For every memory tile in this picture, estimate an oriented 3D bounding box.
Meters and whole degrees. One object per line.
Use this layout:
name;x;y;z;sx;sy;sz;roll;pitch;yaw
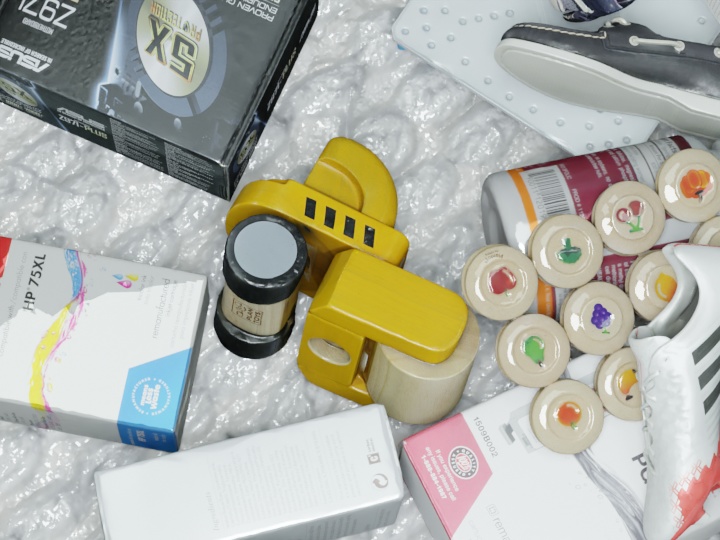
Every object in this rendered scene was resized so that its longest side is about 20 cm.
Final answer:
memory tile;0.180;0.021;1.636;0.200;0.017;0.153;-26;94;-10

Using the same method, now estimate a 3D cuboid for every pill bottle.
pill bottle;0.192;-0.031;1.709;0.200;0.114;0.114;-11;75;-6

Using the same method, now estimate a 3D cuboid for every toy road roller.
toy road roller;0.000;0.000;1.693;0.200;0.123;0.146;26;63;6

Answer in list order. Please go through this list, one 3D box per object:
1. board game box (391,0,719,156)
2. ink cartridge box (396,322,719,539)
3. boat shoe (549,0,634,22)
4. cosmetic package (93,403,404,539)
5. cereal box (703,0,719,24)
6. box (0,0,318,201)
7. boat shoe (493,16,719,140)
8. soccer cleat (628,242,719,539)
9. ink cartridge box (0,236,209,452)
board game box;0.156;-0.193;1.800;0.200;0.026;0.200;33;75;7
ink cartridge box;0.145;0.143;1.673;0.200;0.083;0.147;-25;76;-9
boat shoe;0.148;-0.270;1.721;0.075;0.093;0.200;-29;106;-15
cosmetic package;-0.075;0.154;1.654;0.200;0.102;0.074;-12;74;-7
cereal box;0.287;-0.267;1.800;0.144;0.040;0.200;-24;71;-20
box;-0.150;-0.169;1.750;0.200;0.086;0.164;24;75;5
boat shoe;0.195;-0.146;1.737;0.200;0.074;0.060;15;74;-1
soccer cleat;0.206;0.078;1.597;0.085;0.069;0.200;18;90;-18
ink cartridge box;-0.213;0.047;1.695;0.200;0.067;0.116;10;74;1
